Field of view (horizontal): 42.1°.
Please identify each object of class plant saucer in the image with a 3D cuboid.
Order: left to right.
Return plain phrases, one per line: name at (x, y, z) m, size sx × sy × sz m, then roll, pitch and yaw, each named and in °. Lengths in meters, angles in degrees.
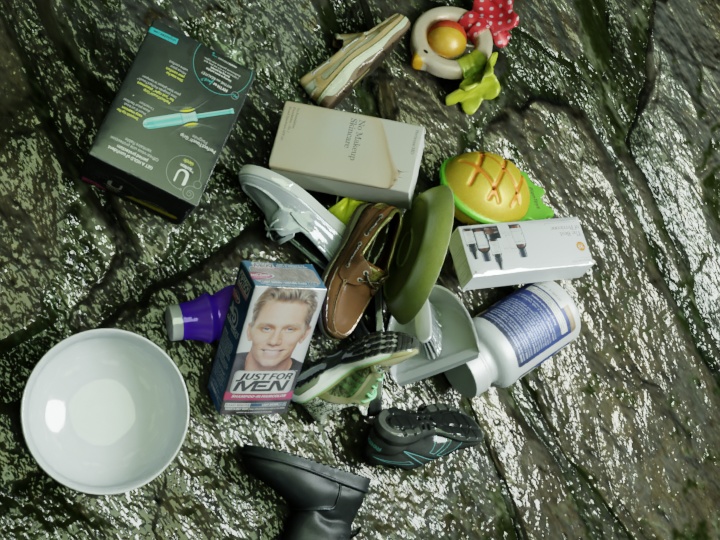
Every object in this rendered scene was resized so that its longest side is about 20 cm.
plant saucer at (0.073, -0.026, 1.289) m, size 0.031 × 0.200 × 0.201 m, roll 17°, pitch 74°, yaw -14°

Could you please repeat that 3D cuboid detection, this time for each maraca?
maraca at (0.205, -0.117, 1.410) m, size 0.199 × 0.107 × 0.138 m, roll 7°, pitch 53°, yaw -28°

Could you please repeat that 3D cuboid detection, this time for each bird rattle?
bird rattle at (0.159, -0.356, 1.443) m, size 0.162 × 0.113 × 0.201 m, roll 12°, pitch 73°, yaw -3°

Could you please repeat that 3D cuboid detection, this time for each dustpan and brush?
dustpan and brush at (0.090, 0.051, 1.346) m, size 0.057 × 0.139 × 0.201 m, roll 47°, pitch 28°, yaw -42°

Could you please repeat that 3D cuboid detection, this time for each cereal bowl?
cereal bowl at (-0.316, 0.174, 1.154) m, size 0.199 × 0.083 × 0.202 m, roll 4°, pitch 78°, yaw -21°

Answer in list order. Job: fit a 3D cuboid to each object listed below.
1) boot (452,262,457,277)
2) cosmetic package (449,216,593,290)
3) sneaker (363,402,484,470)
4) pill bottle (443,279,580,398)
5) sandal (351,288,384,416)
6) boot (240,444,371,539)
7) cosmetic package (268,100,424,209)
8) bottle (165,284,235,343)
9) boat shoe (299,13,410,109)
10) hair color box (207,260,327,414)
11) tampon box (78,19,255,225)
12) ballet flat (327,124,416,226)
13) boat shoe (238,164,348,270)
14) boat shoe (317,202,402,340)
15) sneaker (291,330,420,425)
boot at (0.220, -0.032, 1.435) m, size 0.199 × 0.074 × 0.076 m, roll -10°, pitch 61°, yaw -24°
cosmetic package at (0.233, -0.026, 1.358) m, size 0.198 × 0.051 × 0.083 m, roll -6°, pitch 68°, yaw -20°
sneaker at (0.087, 0.237, 1.326) m, size 0.199 × 0.076 × 0.080 m, roll 8°, pitch 121°, yaw -35°
pill bottle at (0.217, 0.102, 1.373) m, size 0.199 × 0.111 × 0.112 m, roll -30°, pitch 92°, yaw -24°
sandal at (0.009, 0.102, 1.311) m, size 0.048 × 0.075 × 0.202 m, roll 2°, pitch 79°, yaw -4°
boot at (-0.084, 0.330, 1.233) m, size 0.197 × 0.073 × 0.164 m, roll 22°, pitch 76°, yaw -18°
cosmetic package at (-0.017, -0.160, 1.302) m, size 0.198 × 0.073 × 0.104 m, roll 10°, pitch 75°, yaw 8°
bottle at (-0.156, 0.057, 1.242) m, size 0.199 × 0.084 × 0.066 m, roll -7°, pitch 49°, yaw -23°
boat shoe at (-0.009, -0.325, 1.383) m, size 0.076 × 0.072 × 0.200 m, roll 43°, pitch 68°, yaw 2°
hair color box at (-0.122, 0.089, 1.196) m, size 0.099 × 0.061 × 0.201 m, roll 2°, pitch 121°, yaw -28°
tampon box at (-0.253, -0.188, 1.222) m, size 0.149 × 0.126 × 0.201 m, roll 26°, pitch 73°, yaw -16°
ballet flat at (0.016, -0.145, 1.365) m, size 0.067 × 0.067 × 0.201 m, roll 29°, pitch 71°, yaw 7°
boat shoe at (-0.093, -0.066, 1.297) m, size 0.200 × 0.070 × 0.072 m, roll 37°, pitch 66°, yaw -15°
boat shoe at (0.000, 0.000, 1.276) m, size 0.072 × 0.068 × 0.201 m, roll 25°, pitch 78°, yaw -43°
sneaker at (0.000, 0.148, 1.261) m, size 0.089 × 0.199 × 0.077 m, roll 59°, pitch 21°, yaw -17°
